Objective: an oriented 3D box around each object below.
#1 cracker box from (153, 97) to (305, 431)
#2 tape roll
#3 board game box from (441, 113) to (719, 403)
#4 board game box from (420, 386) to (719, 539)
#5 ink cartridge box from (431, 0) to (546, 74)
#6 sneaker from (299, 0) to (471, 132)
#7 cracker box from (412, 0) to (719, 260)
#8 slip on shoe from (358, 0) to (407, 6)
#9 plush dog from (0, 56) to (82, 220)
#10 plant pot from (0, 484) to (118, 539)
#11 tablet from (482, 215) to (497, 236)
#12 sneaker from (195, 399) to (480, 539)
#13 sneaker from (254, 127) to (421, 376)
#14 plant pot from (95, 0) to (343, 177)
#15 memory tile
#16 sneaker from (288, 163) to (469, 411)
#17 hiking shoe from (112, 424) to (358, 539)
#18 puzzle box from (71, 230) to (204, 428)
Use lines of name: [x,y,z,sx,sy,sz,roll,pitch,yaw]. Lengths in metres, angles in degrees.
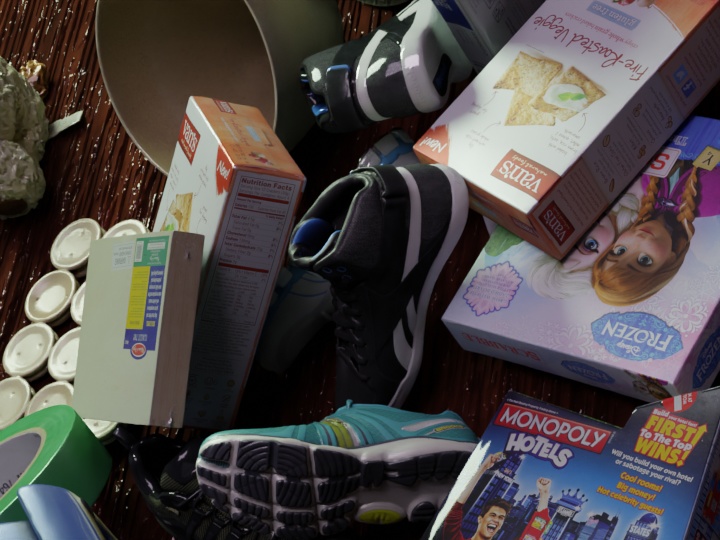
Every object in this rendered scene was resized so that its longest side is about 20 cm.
cracker box: [-0.107,-0.005,1.688,0.134,0.057,0.201,-125,49,-60]
tape roll: [-0.269,0.180,1.700,0.200,0.048,0.201,-35,16,12]
board game box: [0.182,-0.017,1.588,0.199,0.041,0.200,14,64,41]
board game box: [0.154,0.155,1.479,0.199,0.062,0.201,18,67,42]
ink cartridge box: [0.128,-0.244,1.711,0.040,0.200,0.201,22,71,36]
sneaker: [0.014,-0.155,1.740,0.111,0.074,0.200,-14,14,16]
cracker box: [0.149,-0.117,1.623,0.200,0.058,0.134,-49,42,-9]
slip on shoe: [-0.016,-0.266,1.925,0.061,0.074,0.200,-48,39,-12]
plush dog: [-0.345,-0.153,1.986,0.199,0.172,0.161,12,64,41]
plant pot: [-0.203,0.272,1.542,0.179,0.200,0.200,-35,43,-3]
tablet: [0.151,-0.044,1.673,0.129,0.014,0.201,-28,46,13]
sneaker: [-0.013,0.127,1.568,0.198,0.078,0.080,1,32,-15]
sneaker: [0.000,0.000,1.707,0.086,0.075,0.201,36,93,13]
plant pot: [-0.091,-0.175,1.842,0.199,0.202,0.134,14,28,41]
memory tile: [-0.211,0.046,1.850,0.152,0.017,0.201,1,58,35]
sneaker: [-0.009,0.016,1.604,0.073,0.111,0.201,40,119,47]
hiking shoe: [-0.091,0.163,1.612,0.199,0.101,0.076,15,67,41]
puzzle box: [-0.159,0.042,1.669,0.200,0.025,0.134,178,100,-68]
